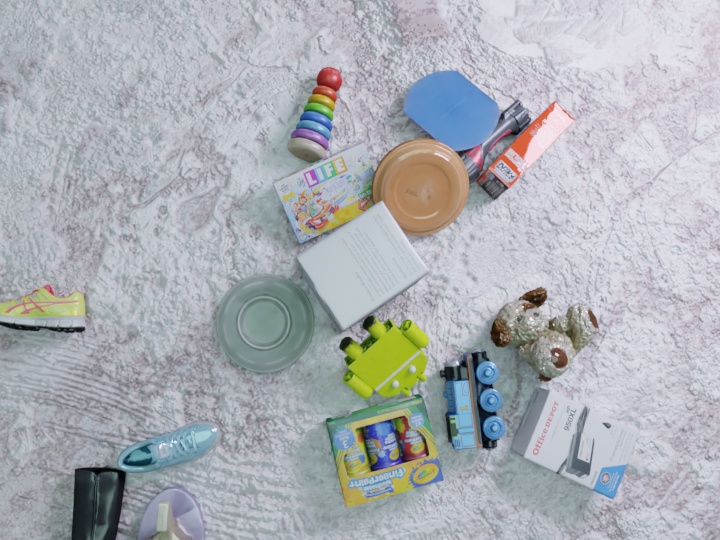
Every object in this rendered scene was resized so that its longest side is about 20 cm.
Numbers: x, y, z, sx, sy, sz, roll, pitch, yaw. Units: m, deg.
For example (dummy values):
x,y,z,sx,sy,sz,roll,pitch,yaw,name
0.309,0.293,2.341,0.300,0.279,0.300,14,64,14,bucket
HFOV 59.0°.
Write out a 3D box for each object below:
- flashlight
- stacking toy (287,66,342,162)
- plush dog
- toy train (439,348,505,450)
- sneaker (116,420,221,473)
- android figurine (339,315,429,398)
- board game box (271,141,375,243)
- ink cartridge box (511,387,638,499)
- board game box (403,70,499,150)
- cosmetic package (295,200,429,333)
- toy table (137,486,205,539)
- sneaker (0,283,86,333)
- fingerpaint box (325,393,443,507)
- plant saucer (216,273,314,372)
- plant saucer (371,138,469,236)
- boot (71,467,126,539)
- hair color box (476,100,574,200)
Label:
x,y,z,sx,sy,sz,roll,pitch,yaw,name
0.277,-0.267,1.344,0.200,0.068,0.068,-41,86,-11,flashlight
-0.083,-0.329,1.317,0.085,0.085,0.201,17,79,-2,stacking toy
0.353,0.130,1.286,0.172,0.161,0.200,43,54,15,plush dog
0.223,0.260,1.274,0.113,0.087,0.201,-6,85,1,toy train
-0.368,0.347,1.223,0.199,0.082,0.074,-20,87,-6,sneaker
0.053,0.177,1.248,0.182,0.041,0.200,-41,120,6,android figurine
-0.062,-0.158,1.295,0.199,0.034,0.135,-26,110,-6,board game box
0.428,0.343,1.278,0.199,0.084,0.145,25,83,-1,ink cartridge box
0.191,-0.330,1.343,0.158,0.039,0.200,-42,74,-15,board game box
0.000,0.000,1.241,0.199,0.165,0.165,-32,85,-6,cosmetic package
-0.362,0.520,1.190,0.183,0.117,0.201,-9,84,-5,toy table
-0.634,0.071,1.243,0.199,0.078,0.091,5,76,-9,sneaker
0.046,0.352,1.256,0.199,0.073,0.168,-13,85,-5,fingerpaint box
-0.192,0.105,1.277,0.199,0.050,0.202,0,84,-5,plant saucer
0.123,-0.164,1.287,0.199,0.032,0.202,-2,112,-4,plant saucer
-0.540,0.476,1.205,0.164,0.066,0.201,5,87,-12,boot
0.338,-0.246,1.319,0.064,0.111,0.200,43,82,2,hair color box
